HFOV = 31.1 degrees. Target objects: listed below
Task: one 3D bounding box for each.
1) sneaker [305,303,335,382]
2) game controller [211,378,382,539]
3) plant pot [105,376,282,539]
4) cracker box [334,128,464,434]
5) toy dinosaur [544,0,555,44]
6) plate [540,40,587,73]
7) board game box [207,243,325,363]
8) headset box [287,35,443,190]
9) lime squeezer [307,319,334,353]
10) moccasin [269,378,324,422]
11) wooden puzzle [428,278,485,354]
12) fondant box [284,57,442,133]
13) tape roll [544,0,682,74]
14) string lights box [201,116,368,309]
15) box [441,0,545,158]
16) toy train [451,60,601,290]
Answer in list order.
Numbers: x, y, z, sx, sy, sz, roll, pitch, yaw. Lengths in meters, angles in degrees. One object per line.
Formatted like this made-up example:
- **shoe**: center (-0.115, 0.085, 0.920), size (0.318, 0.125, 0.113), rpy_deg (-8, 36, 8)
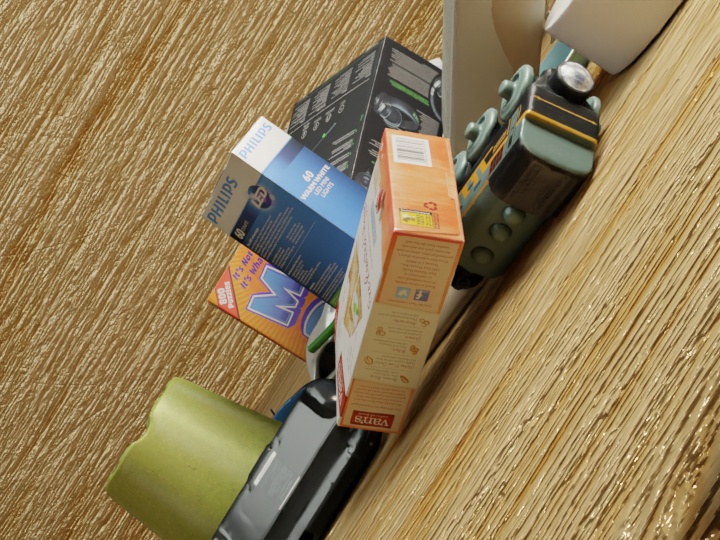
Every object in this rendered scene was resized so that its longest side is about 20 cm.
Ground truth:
- **sneaker**: center (-0.009, 0.041, 1.379), size (0.089, 0.075, 0.201), rpy_deg (-80, 7, -66)
- **game controller**: center (-0.059, 0.191, 1.119), size (0.200, 0.042, 0.104), rpy_deg (-57, 35, 4)
- **plant pot**: center (-0.138, 0.204, 1.251), size (0.201, 0.184, 0.200), rpy_deg (-58, 3, 5)
- **cracker box**: center (0.025, 0.010, 1.011), size (0.134, 0.057, 0.200), rpy_deg (-93, 14, -51)
- **toy dinosaur**: center (0.178, -0.314, 1.310), size (0.086, 0.135, 0.200), rpy_deg (-47, 3, 34)
- **plate**: center (0.190, -0.182, 1.317), size (0.200, 0.026, 0.200), rpy_deg (-57, 4, 6)
- **board game box**: center (-0.047, 0.005, 1.558), size (0.200, 0.200, 0.200), rpy_deg (-59, 3, -4)
- **headset box**: center (-0.007, -0.097, 1.277), size (0.174, 0.093, 0.201), rpy_deg (-28, 42, 51)
- **lime squeezer**: center (0.000, 0.000, 1.316), size (0.038, 0.071, 0.201), rpy_deg (19, -86, -50)
- **moccasin**: center (-0.083, 0.200, 1.387), size (0.200, 0.080, 0.068), rpy_deg (-57, -1, 7)
- **wooden puzzle**: center (0.076, 0.004, 1.193), size (0.185, 0.037, 0.200), rpy_deg (-56, 5, 33)
- **fondant box**: center (0.037, -0.140, 1.454), size (0.200, 0.145, 0.058), rpy_deg (-24, -14, -28)
- **tape roll**: center (0.231, -0.261, 1.042), size (0.203, 0.071, 0.202), rpy_deg (-57, 3, 5)
- **string lights box**: center (-0.035, -0.036, 1.154), size (0.059, 0.200, 0.103), rpy_deg (-55, 1, -38)
- **box**: center (0.114, -0.187, 1.148), size (0.200, 0.077, 0.095), rpy_deg (87, 179, -48)
- **toy train**: center (0.114, -0.068, 0.983), size (0.200, 0.085, 0.114), rpy_deg (-55, 14, 48)
